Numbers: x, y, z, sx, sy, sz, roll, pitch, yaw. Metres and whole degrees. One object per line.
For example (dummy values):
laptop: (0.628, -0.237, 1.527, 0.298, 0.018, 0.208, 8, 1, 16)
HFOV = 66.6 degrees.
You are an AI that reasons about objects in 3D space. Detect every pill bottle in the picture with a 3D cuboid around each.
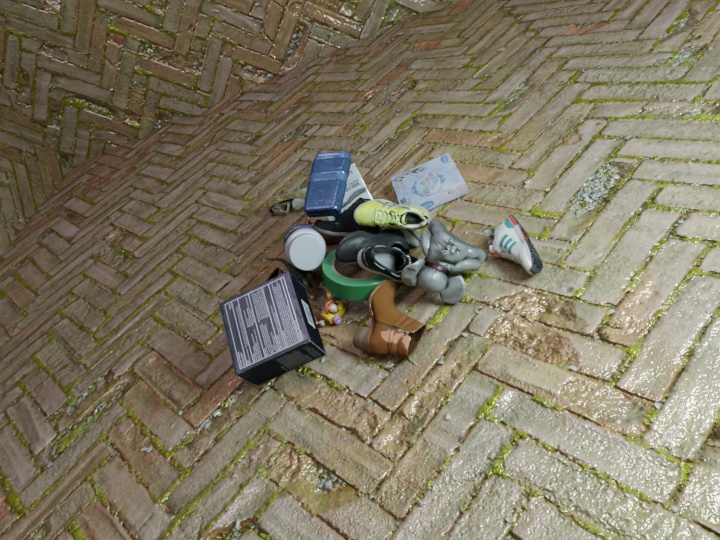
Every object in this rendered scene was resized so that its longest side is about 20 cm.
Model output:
pill bottle: (-0.155, -0.065, 1.517, 0.113, 0.114, 0.200, -31, 15, -3)

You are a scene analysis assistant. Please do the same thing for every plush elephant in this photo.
plush elephant: (0.190, -0.011, 1.301, 0.156, 0.164, 0.200, -59, -7, 16)

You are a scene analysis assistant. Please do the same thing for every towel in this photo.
towel: (-0.088, -0.236, 1.499, 0.111, 0.049, 0.202, 0, 61, 19)

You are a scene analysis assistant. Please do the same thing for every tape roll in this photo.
tape roll: (0.000, 0.000, 1.424, 0.198, 0.049, 0.201, -1, 35, 1)

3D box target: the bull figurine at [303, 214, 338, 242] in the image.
bull figurine: (-0.137, -0.125, 1.687, 0.198, 0.065, 0.123, -5, 75, 18)

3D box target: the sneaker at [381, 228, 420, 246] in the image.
sneaker: (0.075, -0.108, 1.515, 0.199, 0.088, 0.074, 26, 17, 16)

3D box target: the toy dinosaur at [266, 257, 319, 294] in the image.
toy dinosaur: (-0.176, 0.005, 1.557, 0.199, 0.088, 0.048, 32, 104, 37)

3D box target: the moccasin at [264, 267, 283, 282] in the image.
moccasin: (-0.272, 0.076, 1.542, 0.073, 0.078, 0.202, 10, 52, 40)

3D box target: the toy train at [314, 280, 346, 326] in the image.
toy train: (-0.104, 0.083, 1.444, 0.149, 0.056, 0.201, -1, 45, 31)

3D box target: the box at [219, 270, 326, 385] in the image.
box: (-0.216, 0.142, 1.342, 0.197, 0.123, 0.201, -24, 62, 5)

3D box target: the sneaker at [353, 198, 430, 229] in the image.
sneaker: (0.081, -0.142, 1.392, 0.198, 0.076, 0.076, 0, 10, 0)

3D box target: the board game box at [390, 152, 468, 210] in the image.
board game box: (0.202, -0.257, 1.652, 0.198, 0.044, 0.201, -23, 37, 9)

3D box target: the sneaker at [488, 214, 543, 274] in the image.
sneaker: (0.359, -0.045, 1.297, 0.093, 0.070, 0.201, -35, 35, 22)

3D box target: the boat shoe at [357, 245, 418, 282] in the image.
boat shoe: (0.087, -0.016, 1.334, 0.060, 0.199, 0.076, -15, 73, 51)

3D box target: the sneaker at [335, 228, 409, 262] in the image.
sneaker: (0.034, -0.055, 1.397, 0.198, 0.076, 0.091, -14, 39, -15)

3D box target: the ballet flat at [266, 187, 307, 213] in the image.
ballet flat: (-0.241, -0.235, 1.906, 0.198, 0.071, 0.071, -8, 41, 24)

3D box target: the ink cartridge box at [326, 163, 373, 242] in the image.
ink cartridge box: (-0.035, -0.187, 1.587, 0.143, 0.201, 0.084, -28, 1, 1)

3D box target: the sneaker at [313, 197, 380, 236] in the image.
sneaker: (-0.034, -0.148, 1.488, 0.198, 0.107, 0.075, 8, 12, 23)

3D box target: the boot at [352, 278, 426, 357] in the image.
boot: (0.085, 0.113, 1.277, 0.154, 0.074, 0.201, 4, 59, 37)
